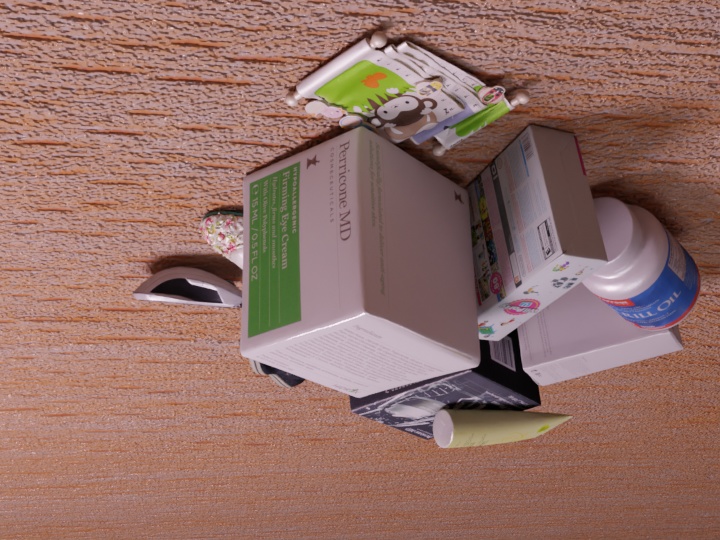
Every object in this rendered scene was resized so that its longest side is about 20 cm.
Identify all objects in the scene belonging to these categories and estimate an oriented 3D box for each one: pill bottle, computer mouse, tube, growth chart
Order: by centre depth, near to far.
[{"bbox_3d":[0.041,-0.160,1.024,0.198,0.018,0.144,15,147,-34],"label":"growth chart"},{"bbox_3d":[0.314,-0.010,1.270,0.111,0.114,0.199,-21,149,28],"label":"pill bottle"},{"bbox_3d":[-0.169,0.021,1.296,0.197,0.045,0.109,6,177,-20],"label":"computer mouse"},{"bbox_3d":[0.194,0.214,1.491,0.198,0.053,0.058,3,-166,-30],"label":"tube"}]

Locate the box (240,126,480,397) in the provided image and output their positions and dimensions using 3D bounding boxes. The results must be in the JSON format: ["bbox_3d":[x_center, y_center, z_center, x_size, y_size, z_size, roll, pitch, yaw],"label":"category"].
[{"bbox_3d":[0.000,0.000,1.116,0.170,0.202,0.199,-18,152,34],"label":"box"}]

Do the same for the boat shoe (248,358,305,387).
[{"bbox_3d":[-0.108,0.108,1.464,0.061,0.076,0.200,-17,157,10],"label":"boat shoe"}]

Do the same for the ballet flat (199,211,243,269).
[{"bbox_3d":[-0.089,-0.015,1.230,0.198,0.065,0.075,14,148,-33],"label":"ballet flat"}]

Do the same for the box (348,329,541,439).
[{"bbox_3d":[0.113,0.134,1.504,0.195,0.126,0.199,-21,150,31],"label":"box"}]

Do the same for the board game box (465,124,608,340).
[{"bbox_3d":[0.163,-0.034,1.153,0.063,0.149,0.200,6,152,-27],"label":"board game box"}]

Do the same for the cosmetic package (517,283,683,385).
[{"bbox_3d":[0.307,0.067,1.421,0.198,0.114,0.081,-15,152,22],"label":"cosmetic package"}]
